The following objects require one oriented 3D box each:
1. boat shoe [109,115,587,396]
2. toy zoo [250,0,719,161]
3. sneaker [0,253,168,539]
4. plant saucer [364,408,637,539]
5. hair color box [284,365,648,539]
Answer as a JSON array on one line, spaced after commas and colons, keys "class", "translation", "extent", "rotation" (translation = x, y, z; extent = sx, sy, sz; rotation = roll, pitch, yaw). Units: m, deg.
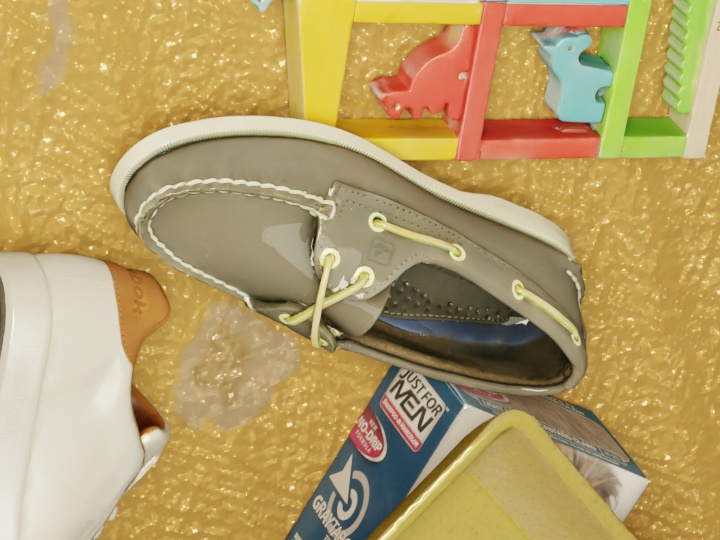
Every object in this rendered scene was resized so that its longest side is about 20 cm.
[{"class": "boat shoe", "translation": [0.002, -0.002, 1.034], "extent": [0.201, 0.060, 0.072], "rotation": [16, 132, -30]}, {"class": "toy zoo", "translation": [0.049, -0.104, 1.038], "extent": [0.199, 0.020, 0.132], "rotation": [-2, 117, -21]}, {"class": "sneaker", "translation": [-0.114, 0.089, 1.033], "extent": [0.084, 0.073, 0.201], "rotation": [0, 120, -30]}, {"class": "plant saucer", "translation": [0.035, 0.175, 1.077], "extent": [0.200, 0.048, 0.200], "rotation": [-45, 120, -6]}, {"class": "hair color box", "translation": [0.018, 0.137, 1.130], "extent": [0.100, 0.061, 0.201], "rotation": [23, 105, -31]}]
